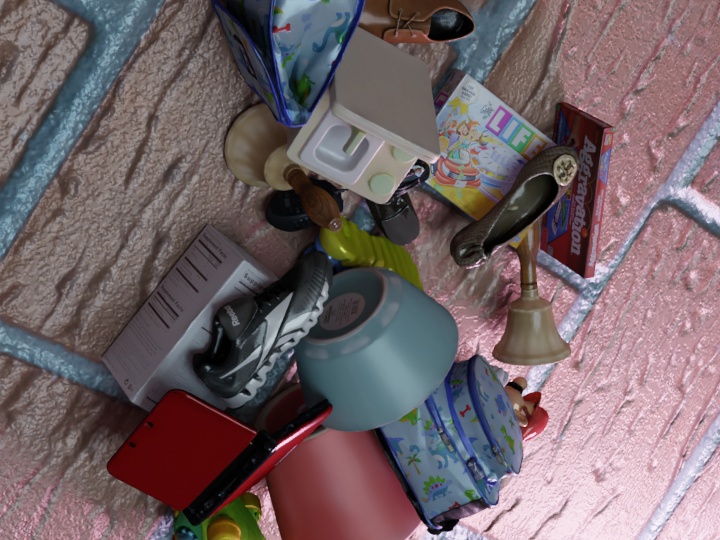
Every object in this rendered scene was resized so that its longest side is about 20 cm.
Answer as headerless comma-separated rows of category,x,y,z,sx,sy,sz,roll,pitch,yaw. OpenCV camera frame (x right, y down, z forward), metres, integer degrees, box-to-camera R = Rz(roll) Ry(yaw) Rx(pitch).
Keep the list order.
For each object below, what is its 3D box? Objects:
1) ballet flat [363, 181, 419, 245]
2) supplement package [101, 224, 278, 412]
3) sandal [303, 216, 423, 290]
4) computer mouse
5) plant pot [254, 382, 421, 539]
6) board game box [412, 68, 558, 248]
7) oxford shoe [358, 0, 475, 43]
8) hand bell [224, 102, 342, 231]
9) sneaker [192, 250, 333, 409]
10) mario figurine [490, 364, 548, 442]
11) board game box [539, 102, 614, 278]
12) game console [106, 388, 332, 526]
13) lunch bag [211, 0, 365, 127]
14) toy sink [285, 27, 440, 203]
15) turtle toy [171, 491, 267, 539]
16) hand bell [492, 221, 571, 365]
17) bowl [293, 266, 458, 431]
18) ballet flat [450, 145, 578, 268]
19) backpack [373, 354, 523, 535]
ballet flat,0.020,-0.119,1.705,0.067,0.046,0.201,-26,119,-1
supplement package,-0.178,0.071,1.632,0.200,0.109,0.114,-51,127,0
sandal,0.000,0.000,1.737,0.087,0.080,0.199,-36,137,26
computer mouse,-0.014,-0.086,1.663,0.198,0.059,0.034,-14,138,0
plant pot,-0.033,0.238,1.764,0.199,0.200,0.178,-30,114,-15
board game box,0.154,-0.135,1.759,0.199,0.034,0.135,33,93,-28
oxford shoe,0.041,-0.287,1.616,0.198,0.071,0.072,-7,118,-26
hand bell,-0.067,-0.096,1.555,0.103,0.200,0.105,-13,124,-20
sneaker,-0.109,0.054,1.553,0.090,0.066,0.201,35,95,-40
mario figurine,0.166,0.150,1.871,0.199,0.124,0.106,29,114,-23
board game box,0.273,-0.101,1.823,0.019,0.103,0.202,-9,117,-27
game console,-0.157,0.187,1.601,0.172,0.119,0.200,-30,169,-45
lunch bag,-0.079,-0.267,1.487,0.126,0.170,0.202,1,113,-21
toy sink,-0.002,-0.159,1.537,0.130,0.201,0.112,24,122,-20
turtle toy,-0.169,0.335,1.760,0.100,0.146,0.201,-26,126,8
hand bell,0.220,0.011,1.861,0.103,0.104,0.202,-10,106,-26
bowl,0.002,0.072,1.634,0.200,0.201,0.105,-38,125,-9
ballet flat,0.193,-0.074,1.741,0.200,0.046,0.068,-40,117,-5
backpack,0.104,0.179,1.717,0.146,0.183,0.201,-29,98,16
